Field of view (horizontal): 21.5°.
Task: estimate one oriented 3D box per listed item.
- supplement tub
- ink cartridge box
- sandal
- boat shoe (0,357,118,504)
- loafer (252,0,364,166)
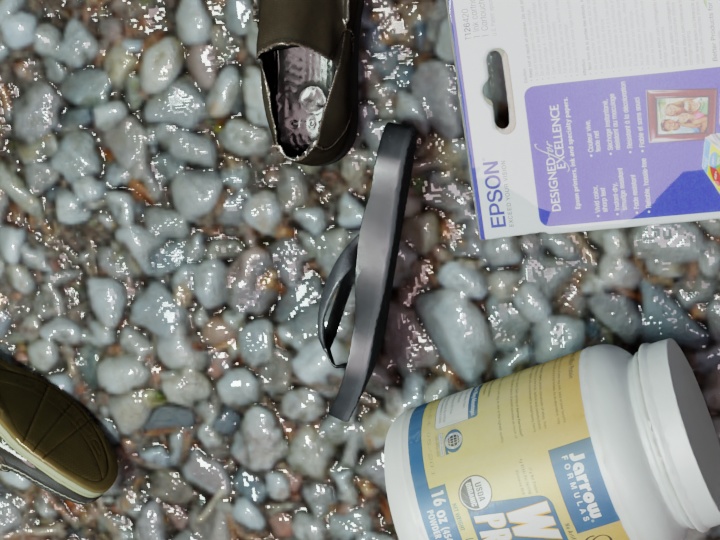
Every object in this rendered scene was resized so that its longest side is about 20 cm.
[{"bbox_3d":[0.129,0.134,1.241,0.198,0.145,0.146,-20,102,17],"label":"supplement tub"},{"bbox_3d":[0.162,-0.127,1.208,0.198,0.047,0.200,-4,108,15],"label":"ink cartridge box"},{"bbox_3d":[0.000,-0.001,1.268,0.042,0.076,0.203,11,99,6],"label":"sandal"},{"bbox_3d":[-0.265,0.105,1.361,0.199,0.073,0.065,38,122,2],"label":"boat shoe"},{"bbox_3d":[-0.034,-0.160,1.221,0.072,0.071,0.202,-3,107,12],"label":"loafer"}]
